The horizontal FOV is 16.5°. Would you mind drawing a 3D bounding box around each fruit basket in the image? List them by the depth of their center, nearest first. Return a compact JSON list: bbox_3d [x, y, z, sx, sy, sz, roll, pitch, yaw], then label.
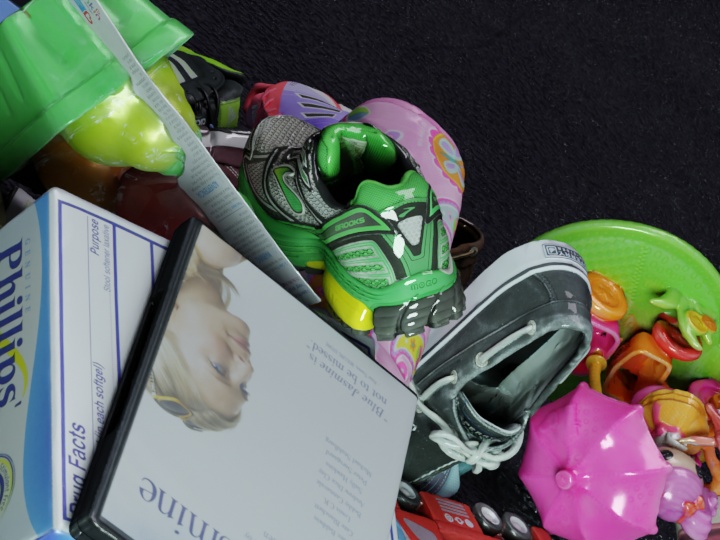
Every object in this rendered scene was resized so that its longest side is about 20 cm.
[{"bbox_3d":[-0.105,-0.054,1.241,0.200,0.094,0.185,47,-22,-6],"label":"fruit basket"}]

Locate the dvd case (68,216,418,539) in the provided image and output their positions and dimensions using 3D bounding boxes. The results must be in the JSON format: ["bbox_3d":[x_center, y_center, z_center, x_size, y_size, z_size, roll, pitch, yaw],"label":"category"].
[{"bbox_3d":[-0.044,0.081,1.064,0.143,0.018,0.200,40,35,-19],"label":"dvd case"}]

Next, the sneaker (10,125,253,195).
[{"bbox_3d":[-0.132,-0.026,1.378,0.199,0.116,0.076,4,-1,-22],"label":"sneaker"}]

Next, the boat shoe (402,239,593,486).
[{"bbox_3d":[0.060,0.070,1.317,0.073,0.199,0.068,19,42,-32],"label":"boat shoe"}]

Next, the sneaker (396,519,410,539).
[{"bbox_3d":[0.022,0.201,1.206,0.087,0.075,0.200,37,26,-33],"label":"sneaker"}]

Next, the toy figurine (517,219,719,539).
[{"bbox_3d":[0.162,0.096,1.450,0.200,0.150,0.184,30,37,-14],"label":"toy figurine"}]

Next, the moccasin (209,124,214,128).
[{"bbox_3d":[-0.077,-0.023,1.495,0.200,0.080,0.068,47,10,-26],"label":"moccasin"}]

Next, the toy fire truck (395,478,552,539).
[{"bbox_3d":[0.083,0.192,1.343,0.200,0.049,0.141,21,28,-41],"label":"toy fire truck"}]

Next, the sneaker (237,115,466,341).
[{"bbox_3d":[-0.004,-0.041,1.214,0.078,0.085,0.200,-15,25,-20],"label":"sneaker"}]

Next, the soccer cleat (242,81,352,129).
[{"bbox_3d":[-0.039,-0.081,1.531,0.073,0.068,0.200,28,7,-6],"label":"soccer cleat"}]

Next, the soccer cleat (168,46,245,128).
[{"bbox_3d":[-0.119,-0.102,1.553,0.081,0.068,0.200,11,20,4],"label":"soccer cleat"}]

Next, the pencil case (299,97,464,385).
[{"bbox_3d":[0.000,0.000,1.311,0.087,0.087,0.200,33,42,-18],"label":"pencil case"}]

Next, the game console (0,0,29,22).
[{"bbox_3d":[-0.227,-0.196,1.502,0.172,0.119,0.200,36,21,-10],"label":"game console"}]

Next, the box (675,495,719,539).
[{"bbox_3d":[0.246,0.224,1.407,0.200,0.109,0.128,-86,165,-66],"label":"box"}]

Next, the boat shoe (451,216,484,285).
[{"bbox_3d":[0.006,-0.027,1.623,0.202,0.075,0.075,12,34,-52],"label":"boat shoe"}]

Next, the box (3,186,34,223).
[{"bbox_3d":[-0.146,0.045,1.267,0.144,0.036,0.200,37,19,-10],"label":"box"}]

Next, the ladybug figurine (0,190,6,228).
[{"bbox_3d":[-0.246,-0.049,1.230,0.136,0.072,0.200,29,24,-32],"label":"ladybug figurine"}]

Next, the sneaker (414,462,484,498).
[{"bbox_3d":[0.043,0.084,1.490,0.086,0.078,0.200,52,26,-5],"label":"sneaker"}]

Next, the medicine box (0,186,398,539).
[{"bbox_3d":[-0.088,0.092,1.111,0.200,0.103,0.183,26,41,-33],"label":"medicine box"}]
